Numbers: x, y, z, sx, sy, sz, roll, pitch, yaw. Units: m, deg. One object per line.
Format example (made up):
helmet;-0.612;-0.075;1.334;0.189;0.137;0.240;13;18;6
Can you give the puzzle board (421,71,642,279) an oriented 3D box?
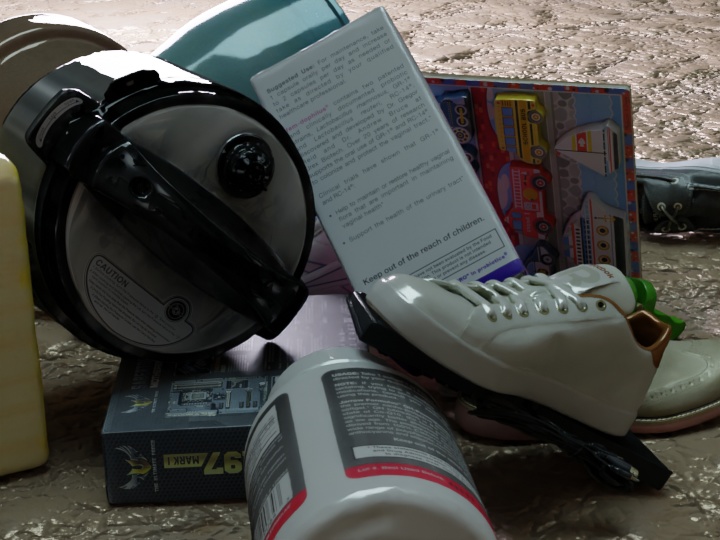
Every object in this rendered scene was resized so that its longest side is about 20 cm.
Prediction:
puzzle board;0.121;-0.051;1.110;0.150;0.200;0.017;6;45;20

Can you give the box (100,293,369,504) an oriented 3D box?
box;-0.071;0.074;0.968;0.157;0.051;0.200;-2;20;-2

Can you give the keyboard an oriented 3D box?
keyboard;0.085;0.074;0.863;0.200;0.021;0.127;27;8;-15

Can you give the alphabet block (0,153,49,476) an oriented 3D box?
alphabet block;-0.317;0.022;0.926;0.200;0.196;0.196;-13;24;-27

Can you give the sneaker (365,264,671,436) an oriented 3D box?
sneaker;0.088;0.022;0.830;0.200;0.085;0.073;21;13;-41

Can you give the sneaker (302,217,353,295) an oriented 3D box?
sneaker;0.000;0.000;1.121;0.199;0.087;0.075;-1;17;-2

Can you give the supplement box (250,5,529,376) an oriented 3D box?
supplement box;0.024;-0.049;1.000;0.103;0.200;0.101;-30;-18;6

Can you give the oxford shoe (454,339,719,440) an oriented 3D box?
oxford shoe;0.157;0.057;0.967;0.199;0.074;0.071;-6;20;-13

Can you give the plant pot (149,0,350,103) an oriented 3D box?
plant pot;-0.111;-0.144;1.403;0.188;0.201;0.200;-25;28;-24

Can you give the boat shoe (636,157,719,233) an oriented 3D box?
boat shoe;0.251;-0.057;1.312;0.200;0.069;0.057;9;41;32

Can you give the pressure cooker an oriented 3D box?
pressure cooker;-0.126;-0.040;0.952;0.175;0.179;0.200;-8;19;-26

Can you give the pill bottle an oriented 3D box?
pill bottle;-0.001;0.111;0.768;0.110;0.111;0.200;-4;20;-6

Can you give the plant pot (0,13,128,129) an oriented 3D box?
plant pot;-0.216;-0.085;1.213;0.200;0.201;0.174;-15;26;-33

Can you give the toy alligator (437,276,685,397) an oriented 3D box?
toy alligator;0.139;0.038;1.050;0.200;0.054;0.059;-12;21;-27
